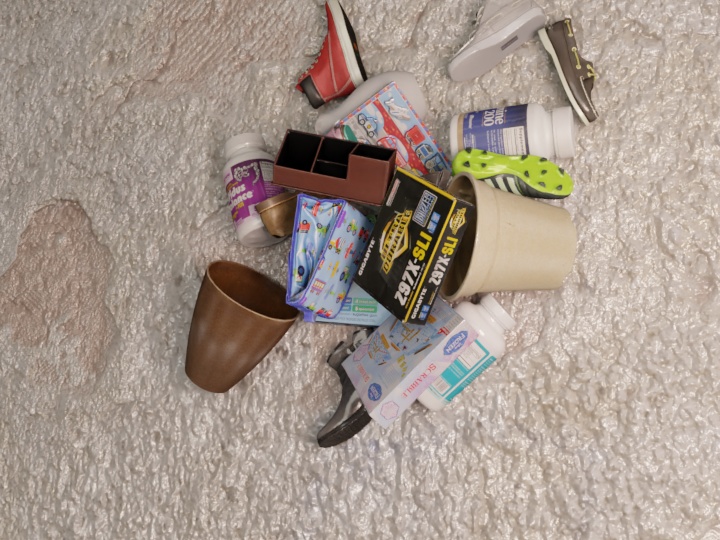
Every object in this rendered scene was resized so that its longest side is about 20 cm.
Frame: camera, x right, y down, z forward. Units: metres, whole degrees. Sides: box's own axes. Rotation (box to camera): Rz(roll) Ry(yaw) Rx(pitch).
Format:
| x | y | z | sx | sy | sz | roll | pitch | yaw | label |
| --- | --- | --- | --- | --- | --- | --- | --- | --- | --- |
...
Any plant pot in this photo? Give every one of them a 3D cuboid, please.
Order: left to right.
| x | y | z | sx | sy | sz | roll | pitch | yaw | label |
| --- | --- | --- | --- | --- | --- | --- | --- | --- | --- |
| -0.237 | 0.117 | 1.379 | 0.186 | 0.186 | 0.201 | 37 | 108 | 24 | plant pot |
| 0.232 | -0.043 | 1.195 | 0.181 | 0.200 | 0.203 | 7 | 79 | -12 | plant pot |

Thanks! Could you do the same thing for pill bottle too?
| x | y | z | sx | sy | sz | roll | pitch | yaw | label |
| --- | --- | --- | --- | --- | --- | --- | --- | --- | --- |
| -0.203 | -0.156 | 1.446 | 0.111 | 0.112 | 0.202 | -22 | 71 | 16 | pill bottle |
| 0.161 | 0.129 | 1.239 | 0.200 | 0.111 | 0.111 | -43 | 67 | 7 | pill bottle |
| 0.258 | -0.222 | 1.277 | 0.198 | 0.111 | 0.112 | -4 | 77 | 21 | pill bottle |

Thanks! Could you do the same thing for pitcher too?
| x | y | z | sx | sy | sz | roll | pitch | yaw | label |
| --- | --- | --- | --- | --- | --- | --- | --- | --- | --- |
| 0.015 | -0.294 | 1.393 | 0.198 | 0.122 | 0.172 | -24 | 32 | 5 | pitcher |

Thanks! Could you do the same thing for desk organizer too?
| x | y | z | sx | sy | sz | roll | pitch | yaw | label |
| --- | --- | --- | --- | --- | --- | --- | --- | --- | --- |
| -0.043 | -0.170 | 1.242 | 0.197 | 0.072 | 0.078 | 12 | 119 | 10 | desk organizer |

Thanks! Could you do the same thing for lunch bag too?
| x | y | z | sx | sy | sz | roll | pitch | yaw | label |
| --- | --- | --- | --- | --- | --- | --- | --- | --- | --- |
| -0.059 | -0.009 | 1.285 | 0.093 | 0.150 | 0.203 | 10 | 81 | 23 | lunch bag |

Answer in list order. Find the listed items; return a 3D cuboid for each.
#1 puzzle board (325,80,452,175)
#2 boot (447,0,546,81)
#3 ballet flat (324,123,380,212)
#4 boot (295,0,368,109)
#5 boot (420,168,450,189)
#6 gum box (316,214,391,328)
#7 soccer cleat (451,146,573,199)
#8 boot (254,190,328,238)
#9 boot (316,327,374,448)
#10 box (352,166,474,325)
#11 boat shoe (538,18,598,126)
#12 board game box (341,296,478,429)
| x | y | z | sx | sy | sz | roll | pitch | yaw | label |
| --- | --- | --- | --- | --- | --- | --- | --- | --- | --- |
| 0.055 | -0.208 | 1.333 | 0.150 | 0.017 | 0.201 | -35 | 112 | 11 | puzzle board |
| 0.229 | -0.430 | 1.364 | 0.199 | 0.074 | 0.096 | -32 | 63 | 4 | boot |
| 0.000 | -0.161 | 1.314 | 0.071 | 0.069 | 0.201 | -27 | 112 | 29 | ballet flat |
| -0.076 | -0.425 | 1.479 | 0.143 | 0.072 | 0.202 | -18 | 76 | 19 | boot |
| 0.085 | -0.065 | 1.264 | 0.199 | 0.069 | 0.176 | -23 | 59 | 50 | boot |
| 0.000 | 0.000 | 1.367 | 0.168 | 0.044 | 0.203 | 2 | 80 | 22 | gum box |
| 0.246 | -0.151 | 1.234 | 0.197 | 0.081 | 0.068 | 13 | 66 | 5 | soccer cleat |
| -0.096 | -0.119 | 1.387 | 0.199 | 0.073 | 0.076 | -27 | 93 | -30 | boot |
| -0.022 | 0.205 | 1.327 | 0.200 | 0.070 | 0.132 | -40 | 63 | -2 | boot |
| 0.077 | -0.039 | 1.164 | 0.159 | 0.049 | 0.202 | 38 | 110 | 49 | box |
| 0.365 | -0.341 | 1.282 | 0.060 | 0.072 | 0.203 | -25 | 68 | 19 | boat shoe |
| 0.071 | 0.127 | 1.194 | 0.199 | 0.200 | 0.041 | -45 | 110 | 2 | board game box |
